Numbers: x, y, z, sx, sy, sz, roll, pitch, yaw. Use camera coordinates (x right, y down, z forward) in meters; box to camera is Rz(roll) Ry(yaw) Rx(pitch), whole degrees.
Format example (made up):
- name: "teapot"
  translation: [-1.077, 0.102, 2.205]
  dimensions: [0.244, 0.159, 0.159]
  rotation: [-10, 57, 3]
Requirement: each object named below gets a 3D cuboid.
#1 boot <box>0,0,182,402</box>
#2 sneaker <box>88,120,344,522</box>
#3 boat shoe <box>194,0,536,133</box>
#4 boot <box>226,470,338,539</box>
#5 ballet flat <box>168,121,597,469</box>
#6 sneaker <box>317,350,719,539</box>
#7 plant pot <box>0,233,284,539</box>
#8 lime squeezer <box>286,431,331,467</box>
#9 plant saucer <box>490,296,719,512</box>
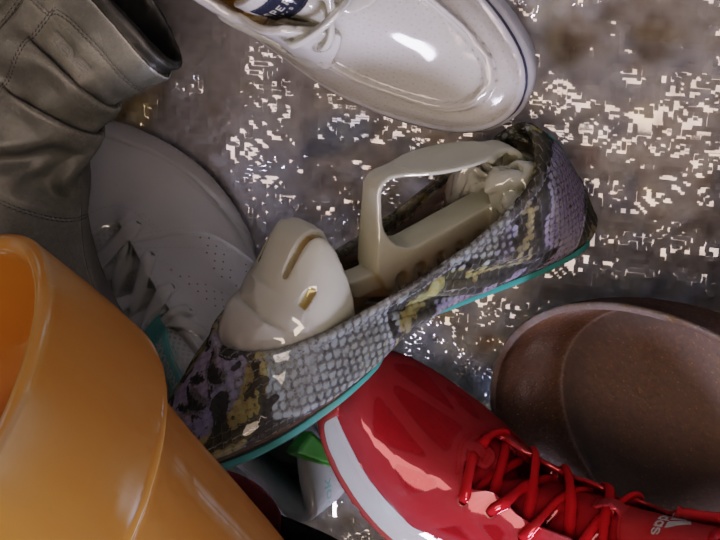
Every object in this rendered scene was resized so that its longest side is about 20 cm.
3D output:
- name: "boot"
  translation: [-0.113, -0.042, 0.722]
  dimensions: [0.131, 0.068, 0.200]
  rotation: [-41, 86, 21]
- name: "sneaker"
  translation: [-0.073, 0.020, 0.788]
  dimensions: [0.200, 0.089, 0.075]
  rotation: [45, 113, -8]
- name: "boat shoe"
  translation: [-0.024, -0.110, 0.738]
  dimensions: [0.200, 0.070, 0.071]
  rotation: [33, 113, -4]
- name: "boot"
  translation: [-0.094, 0.148, 0.790]
  dimensions: [0.199, 0.072, 0.145]
  rotation: [4, 99, 23]
- name: "ballet flat"
  translation: [0.000, 0.000, 0.737]
  dimensions: [0.200, 0.072, 0.072]
  rotation: [-30, 107, -19]
- name: "sneaker"
  translation: [0.083, 0.089, 0.748]
  dimensions: [0.200, 0.078, 0.115]
  rotation: [41, 141, -13]
- name: "plant pot"
  translation: [-0.104, 0.121, 0.646]
  dimensions: [0.200, 0.200, 0.183]
  rotation: [-39, 119, 21]
- name: "lime squeezer"
  translation: [0.048, 0.121, 0.817]
  dimensions: [0.038, 0.071, 0.200]
  rotation: [-16, 121, 35]
- name: "plant saucer"
  translation: [0.141, 0.085, 0.758]
  dimensions: [0.200, 0.034, 0.201]
  rotation: [32, 145, 25]
